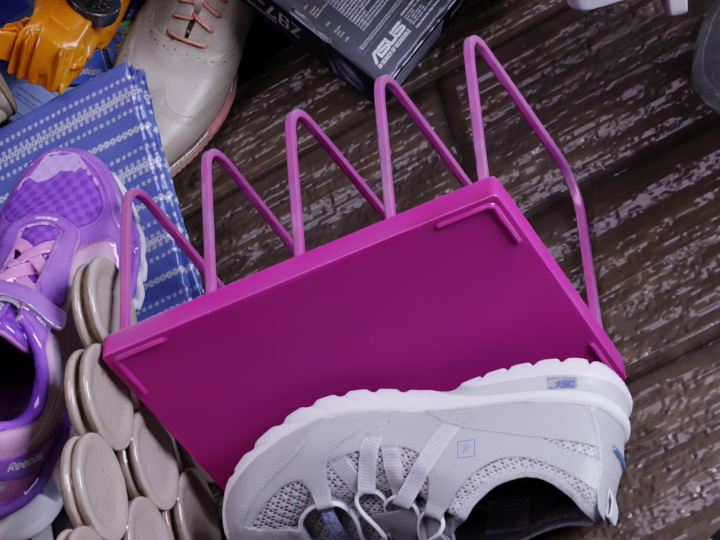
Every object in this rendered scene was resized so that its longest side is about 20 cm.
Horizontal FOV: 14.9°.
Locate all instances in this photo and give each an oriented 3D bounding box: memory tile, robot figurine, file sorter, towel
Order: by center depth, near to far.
[{"bbox_3d":[-0.100,0.108,1.259,0.017,0.154,0.201,-15,48,17],"label":"memory tile"},{"bbox_3d":[0.000,0.000,1.289,0.199,0.139,0.126,-22,44,18],"label":"file sorter"},{"bbox_3d":[-0.148,0.005,1.430,0.144,0.024,0.201,-26,63,17],"label":"towel"},{"bbox_3d":[-0.137,-0.193,1.494,0.058,0.146,0.201,21,40,0],"label":"robot figurine"}]

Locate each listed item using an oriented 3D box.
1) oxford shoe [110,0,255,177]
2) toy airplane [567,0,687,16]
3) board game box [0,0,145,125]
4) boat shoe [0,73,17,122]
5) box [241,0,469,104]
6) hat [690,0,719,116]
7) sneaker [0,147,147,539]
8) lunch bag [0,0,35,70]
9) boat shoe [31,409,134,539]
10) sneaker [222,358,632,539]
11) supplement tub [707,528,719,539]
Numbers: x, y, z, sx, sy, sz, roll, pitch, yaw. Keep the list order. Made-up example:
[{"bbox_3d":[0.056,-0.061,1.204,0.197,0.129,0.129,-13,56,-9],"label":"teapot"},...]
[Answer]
[{"bbox_3d":[-0.091,-0.138,1.487,0.070,0.074,0.201,20,67,6],"label":"oxford shoe"},{"bbox_3d":[0.121,-0.207,1.314,0.198,0.142,0.200,7,30,38],"label":"toy airplane"},{"bbox_3d":[-0.180,-0.129,1.593,0.103,0.019,0.200,-49,45,-7],"label":"board game box"},{"bbox_3d":[-0.252,-0.094,1.530,0.067,0.072,0.200,-36,14,-17],"label":"boat shoe"},{"bbox_3d":[0.011,-0.213,1.449,0.160,0.044,0.200,37,79,6],"label":"box"},{"bbox_3d":[0.244,-0.097,1.240,0.199,0.081,0.201,-18,35,13],"label":"hat"},{"bbox_3d":[-0.157,0.023,1.295,0.080,0.089,0.201,6,62,14],"label":"sneaker"},{"bbox_3d":[-0.247,-0.214,1.548,0.082,0.200,0.161,-35,45,6],"label":"lunch bag"},{"bbox_3d":[-0.133,0.087,1.348,0.067,0.072,0.201,-12,59,-1],"label":"boat shoe"},{"bbox_3d":[0.026,0.099,1.235,0.199,0.075,0.082,-18,47,21],"label":"sneaker"},{"bbox_3d":[0.189,0.137,1.064,0.200,0.123,0.123,-40,44,-1],"label":"supplement tub"}]
